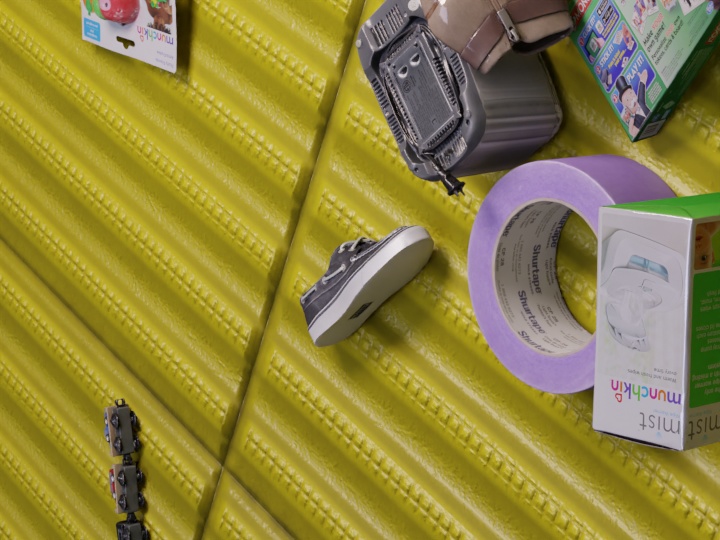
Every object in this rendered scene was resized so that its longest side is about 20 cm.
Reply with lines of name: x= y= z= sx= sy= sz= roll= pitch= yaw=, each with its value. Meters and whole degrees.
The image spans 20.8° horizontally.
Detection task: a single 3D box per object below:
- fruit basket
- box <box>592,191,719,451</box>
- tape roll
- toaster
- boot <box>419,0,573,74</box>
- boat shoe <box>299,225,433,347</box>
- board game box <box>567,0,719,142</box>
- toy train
fruit basket: x=-0.264 y=-0.331 z=2.148 sx=0.185 sy=0.093 sz=0.202 roll=24 pitch=116 yaw=43
box: x=0.276 y=0.033 z=1.520 sx=0.096 sy=0.199 sz=0.178 roll=9 pitch=101 yaw=46
tape roll: x=0.191 y=0.002 z=1.697 sx=0.199 sy=0.084 sz=0.202 roll=9 pitch=103 yaw=46
toaster: x=0.094 y=-0.162 z=1.746 sx=0.114 sy=0.128 sz=0.201 roll=-43 pitch=64 yaw=43
boot: x=0.136 y=-0.261 z=1.676 sx=0.147 sy=0.199 sz=0.070 roll=55 pitch=169 yaw=9
boat shoe: x=0.000 y=0.000 z=1.924 sx=0.200 sy=0.071 sz=0.068 roll=-47 pitch=63 yaw=49
board game box: x=0.237 y=-0.216 z=1.608 sx=0.135 sy=0.029 sz=0.200 roll=64 pitch=154 yaw=21
toy train: x=-0.274 y=0.249 z=2.290 sx=0.046 sy=0.034 sz=0.202 roll=2 pitch=98 yaw=60
